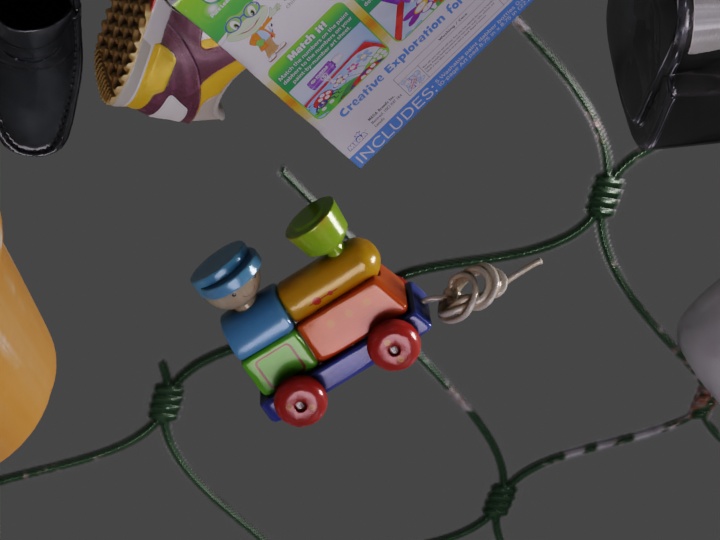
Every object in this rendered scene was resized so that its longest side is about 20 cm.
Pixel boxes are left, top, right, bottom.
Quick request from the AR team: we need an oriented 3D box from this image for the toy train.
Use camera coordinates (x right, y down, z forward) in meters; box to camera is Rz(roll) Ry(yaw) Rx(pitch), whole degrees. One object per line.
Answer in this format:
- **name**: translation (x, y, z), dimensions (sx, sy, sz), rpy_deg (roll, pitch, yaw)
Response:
- **toy train**: translation (0.000, 0.000, 1.381), dimensions (0.199, 0.085, 0.116), rpy_deg (-31, 112, 11)

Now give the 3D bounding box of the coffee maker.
- **coffee maker**: translation (0.253, -0.129, 1.302), dimensions (0.199, 0.135, 0.193), rpy_deg (-4, 127, -9)

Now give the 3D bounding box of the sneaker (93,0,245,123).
- **sneaker**: translation (-0.077, -0.172, 1.246), dimensions (0.090, 0.075, 0.200), rpy_deg (11, 128, -32)

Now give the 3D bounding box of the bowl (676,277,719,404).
- **bowl**: translation (0.337, 0.056, 1.492), dimensions (0.200, 0.075, 0.200), rpy_deg (-38, 124, 17)

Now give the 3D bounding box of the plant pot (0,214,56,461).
- **plant pot**: translation (-0.273, 0.029, 1.280), dimensions (0.199, 0.201, 0.183), rpy_deg (-27, 141, 8)

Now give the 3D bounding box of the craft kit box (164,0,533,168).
- **craft kit box**: translation (0.011, -0.177, 1.218), dimensions (0.200, 0.049, 0.197), rpy_deg (-44, 143, 6)

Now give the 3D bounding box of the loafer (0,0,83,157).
- **loafer**: translation (-0.190, -0.145, 1.234), dimensions (0.068, 0.071, 0.201), rpy_deg (-4, 126, -8)
